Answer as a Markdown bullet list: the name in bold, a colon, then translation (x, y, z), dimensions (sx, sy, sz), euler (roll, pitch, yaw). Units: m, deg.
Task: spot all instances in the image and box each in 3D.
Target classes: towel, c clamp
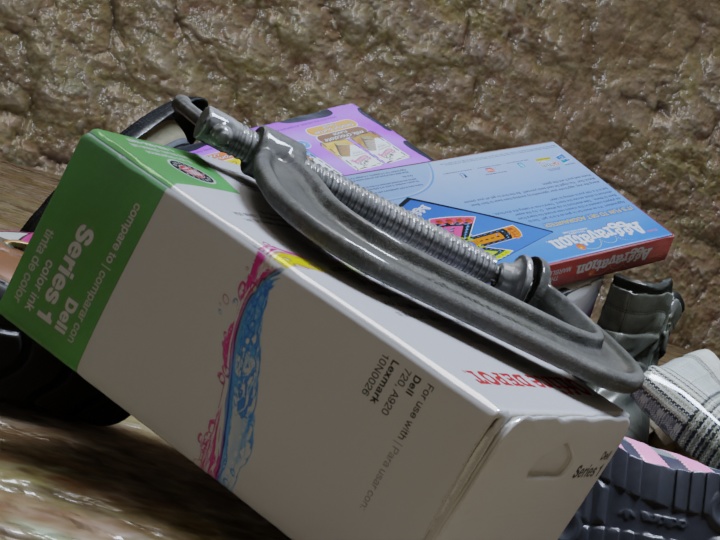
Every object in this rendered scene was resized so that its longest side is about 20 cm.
- **towel**: translation (0.231, 0.112, 0.898), dimensions (0.192, 0.035, 0.200), euler (41, 9, 16)
- **c clamp**: translation (0.021, -0.014, 0.704), dimensions (0.199, 0.027, 0.171), euler (28, 9, -16)

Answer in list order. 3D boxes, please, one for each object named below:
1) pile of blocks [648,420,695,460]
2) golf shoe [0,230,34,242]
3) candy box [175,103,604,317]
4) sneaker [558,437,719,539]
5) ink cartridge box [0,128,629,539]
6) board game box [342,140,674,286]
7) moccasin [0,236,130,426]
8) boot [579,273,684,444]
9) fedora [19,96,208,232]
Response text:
- **pile of blocks**: translation (0.145, 0.106, 1.086), dimensions (0.062, 0.083, 0.200), euler (-28, 3, -12)
- **golf shoe**: translation (-0.154, 0.013, 0.849), dimensions (0.199, 0.073, 0.092), euler (14, 2, -35)
- **candy box**: translation (0.000, 0.000, 0.937), dimensions (0.167, 0.072, 0.200), euler (-18, 45, -43)
- **sneaker**: translation (0.110, 0.108, 0.780), dimensions (0.198, 0.071, 0.082), euler (19, -14, 2)
- **ink cartridge box**: translation (-0.015, 0.036, 0.674), dimensions (0.199, 0.084, 0.145), euler (34, 11, 25)
- **board game box**: translation (0.061, -0.024, 0.915), dimensions (0.199, 0.020, 0.103), euler (-12, 40, -38)
- **moccasin**: translation (-0.179, 0.003, 0.734), dimensions (0.200, 0.074, 0.078), euler (14, 29, -26)
- **boot**: translation (0.122, 0.061, 0.909), dimensions (0.067, 0.132, 0.200), euler (17, 3, 15)
- **fedora**: translation (-0.147, -0.029, 1.187), dimensions (0.092, 0.200, 0.201), euler (46, 4, 1)
